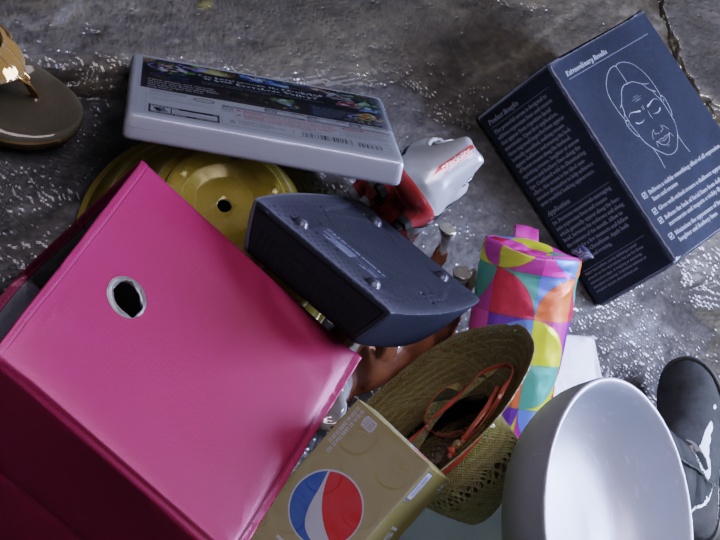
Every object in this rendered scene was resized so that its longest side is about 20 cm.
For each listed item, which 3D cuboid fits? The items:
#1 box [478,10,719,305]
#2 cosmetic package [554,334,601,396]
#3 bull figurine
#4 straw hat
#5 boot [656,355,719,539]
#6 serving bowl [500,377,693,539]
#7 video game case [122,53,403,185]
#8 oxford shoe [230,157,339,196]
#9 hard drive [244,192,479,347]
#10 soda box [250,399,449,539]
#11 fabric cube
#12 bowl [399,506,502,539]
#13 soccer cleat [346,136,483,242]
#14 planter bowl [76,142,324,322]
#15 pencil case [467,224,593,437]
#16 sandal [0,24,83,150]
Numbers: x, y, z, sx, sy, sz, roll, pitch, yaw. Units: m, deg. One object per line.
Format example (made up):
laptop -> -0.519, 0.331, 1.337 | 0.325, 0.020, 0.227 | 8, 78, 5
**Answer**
box -> 0.227, -0.098, 1.765 | 0.148, 0.107, 0.200 | -31, 87, -40
cosmetic package -> 0.162, 0.152, 1.629 | 0.082, 0.051, 0.201 | 7, 64, -37
bull figurine -> 0.019, 0.047, 1.548 | 0.065, 0.122, 0.200 | 37, 41, 13
straw hat -> 0.068, 0.132, 1.425 | 0.085, 0.201, 0.201 | 47, 49, -18
boot -> 0.236, 0.132, 1.632 | 0.200, 0.072, 0.183 | 28, 50, -50
serving bowl -> 0.152, 0.176, 1.387 | 0.200, 0.066, 0.201 | 17, 68, -50
video game case -> -0.074, -0.113, 1.502 | 0.199, 0.023, 0.182 | 9, 18, -8
oxford shoe -> -0.060, -0.058, 1.579 | 0.075, 0.058, 0.200 | -37, 76, -24
hard drive -> 0.000, 0.000, 1.404 | 0.135, 0.042, 0.200 | 40, 14, 14
soda box -> -0.037, 0.182, 1.300 | 0.068, 0.064, 0.200 | 41, 88, 19
fabric cube -> -0.159, 0.090, 1.335 | 0.199, 0.200, 0.196 | 42, 49, -10
bowl -> 0.054, 0.239, 1.460 | 0.200, 0.091, 0.202 | 3, 49, -3
soccer cleat -> 0.045, -0.065, 1.565 | 0.085, 0.200, 0.069 | -34, 91, -7
planter bowl -> -0.105, -0.031, 1.472 | 0.199, 0.084, 0.201 | 5, 64, -11
pencil case -> 0.117, 0.069, 1.564 | 0.088, 0.088, 0.201 | 8, 98, -32
sandal -> -0.284, -0.160, 1.467 | 0.200, 0.054, 0.080 | 40, 51, -12
